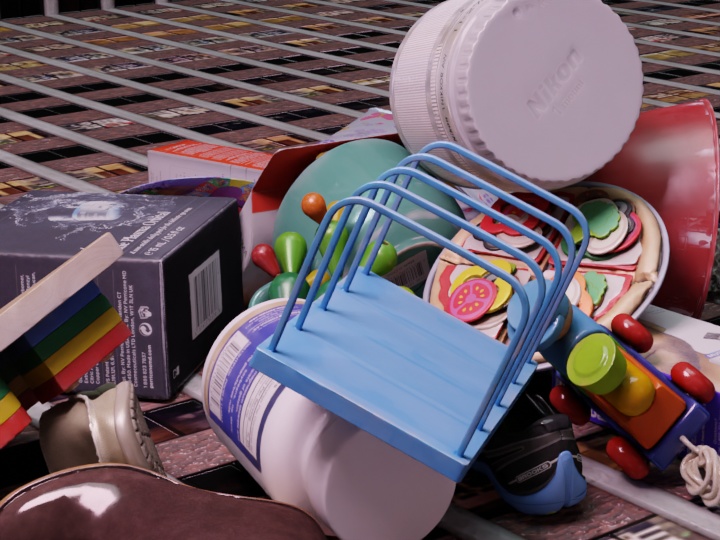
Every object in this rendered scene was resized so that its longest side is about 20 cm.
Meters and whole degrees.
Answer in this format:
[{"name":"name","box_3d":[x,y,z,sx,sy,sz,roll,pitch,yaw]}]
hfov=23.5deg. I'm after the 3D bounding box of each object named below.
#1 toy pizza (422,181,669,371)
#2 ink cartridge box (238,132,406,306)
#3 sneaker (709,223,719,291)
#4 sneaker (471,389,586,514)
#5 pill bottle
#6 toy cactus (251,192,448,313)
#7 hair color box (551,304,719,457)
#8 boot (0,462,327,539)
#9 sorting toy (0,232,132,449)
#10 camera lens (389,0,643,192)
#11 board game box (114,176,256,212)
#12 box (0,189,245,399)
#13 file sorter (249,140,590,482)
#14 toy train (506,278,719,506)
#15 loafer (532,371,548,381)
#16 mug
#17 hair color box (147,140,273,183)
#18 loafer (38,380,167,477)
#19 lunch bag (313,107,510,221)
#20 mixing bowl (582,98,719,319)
[{"name":"toy pizza","box_3d":[0.138,-0.004,1.326,0.198,0.032,0.201,-17,40,14]},{"name":"ink cartridge box","box_3d":[-0.029,-0.043,1.521,0.161,0.051,0.200,-10,-24,-29]},{"name":"sneaker","box_3d":[0.267,-0.015,1.606,0.198,0.070,0.100,3,10,-2]},{"name":"sneaker","box_3d":[0.089,0.098,1.188,0.070,0.084,0.199,-11,19,-26]},{"name":"pill bottle","box_3d":[-0.019,0.101,1.119,0.118,0.121,0.200,-7,19,-22]},{"name":"toy cactus","box_3d":[-0.034,0.036,1.310,0.165,0.102,0.200,-44,52,-7]},{"name":"hair color box","box_3d":[0.245,0.085,1.265,0.109,0.066,0.199,-15,20,-36]},{"name":"boot","box_3d":[-0.109,0.159,0.979,0.198,0.073,0.166,3,4,-15]},{"name":"sorting toy","box_3d":[-0.255,0.083,1.147,0.199,0.070,0.199,-29,11,48]},{"name":"camera lens","box_3d":[0.119,-0.143,1.368,0.158,0.162,0.200,-5,5,-15]},{"name":"board game box","box_3d":[-0.144,-0.026,1.575,0.156,0.039,0.200,-3,-21,-3]},{"name":"box","box_3d":[-0.219,0.014,1.427,0.198,0.119,0.197,2,17,14]},{"name":"file sorter","box_3d":[0.046,0.012,1.045,0.138,0.124,0.200,27,21,10]},{"name":"toy train","box_3d":[0.181,0.083,1.145,0.116,0.085,0.200,39,3,-40]},{"name":"loafer","box_3d":[0.148,0.039,1.418,0.071,0.064,0.200,9,19,28]},{"name":"mug","box_3d":[0.010,-0.003,1.453,0.151,0.186,0.114,10,25,-39]},{"name":"hair color box","box_3d":[-0.118,-0.064,1.708,0.198,0.103,0.061,13,21,36]},{"name":"loafer","box_3d":[-0.175,0.117,1.143,0.068,0.076,0.200,-21,2,-13]},{"name":"lunch bag","box_3d":[0.067,-0.090,1.754,0.198,0.129,0.169,13,22,20]},{"name":"mixing bowl","box_3d":[0.227,-0.046,1.448,0.107,0.202,0.200,3,16,-1]}]
